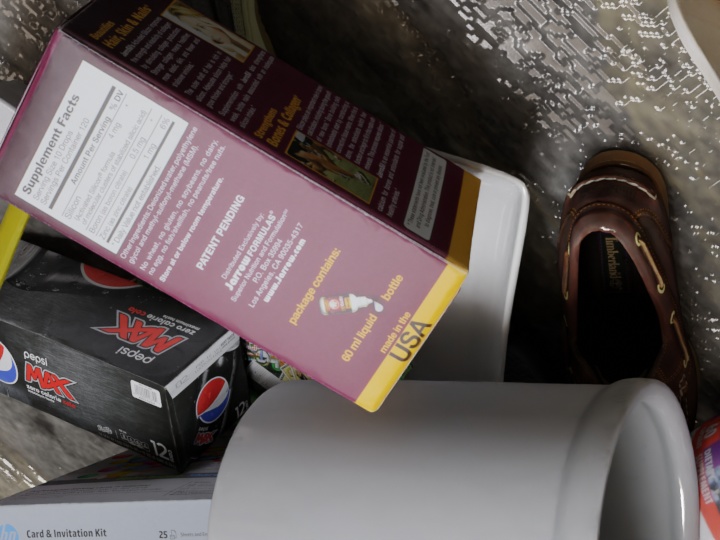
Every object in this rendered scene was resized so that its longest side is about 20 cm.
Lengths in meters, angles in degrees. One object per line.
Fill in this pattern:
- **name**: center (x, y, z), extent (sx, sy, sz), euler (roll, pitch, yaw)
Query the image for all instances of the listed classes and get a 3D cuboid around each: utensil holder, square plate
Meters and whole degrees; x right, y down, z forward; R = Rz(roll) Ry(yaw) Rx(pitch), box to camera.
- **utensil holder**: center (0.049, 0.136, 0.751), extent (0.199, 0.170, 0.171), euler (0, 125, 29)
- **square plate**: center (0.000, 0.000, 0.826), extent (0.197, 0.028, 0.201), euler (23, 131, 25)

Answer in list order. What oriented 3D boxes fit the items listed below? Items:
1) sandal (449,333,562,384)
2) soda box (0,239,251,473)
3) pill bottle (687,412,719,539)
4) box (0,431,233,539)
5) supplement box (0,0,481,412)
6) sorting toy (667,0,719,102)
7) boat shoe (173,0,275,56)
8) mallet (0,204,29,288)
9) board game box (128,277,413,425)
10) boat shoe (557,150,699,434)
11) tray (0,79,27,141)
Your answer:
- **sandal**: center (0.109, 0.109, 0.891), extent (0.076, 0.043, 0.201), euler (-5, 130, 33)
- **soda box**: center (-0.161, 0.043, 0.884), extent (0.199, 0.071, 0.064), euler (19, 132, 30)
- **pill bottle**: center (0.265, 0.085, 0.764), extent (0.111, 0.112, 0.200), euler (40, 128, -11)
- **box**: center (-0.093, 0.129, 0.878), extent (0.155, 0.200, 0.042), euler (-5, 92, 24)
- **supplement box**: center (-0.052, -0.039, 0.689), extent (0.199, 0.110, 0.086), euler (30, 114, -6)
- **sorting toy**: center (0.224, -0.090, 0.606), extent (0.199, 0.180, 0.107), euler (-20, 116, 32)
- **boat shoe**: center (-0.091, -0.131, 0.749), extent (0.071, 0.066, 0.202), euler (-6, 111, 35)
- **mallet**: center (-0.213, -0.003, 0.848), extent (0.066, 0.201, 0.041), euler (27, 173, 9)
- **board game box**: center (-0.066, 0.035, 0.867), extent (0.199, 0.023, 0.105), euler (-18, 109, 46)
- **boat shoe**: center (0.138, 0.038, 0.805), extent (0.070, 0.071, 0.201), euler (-5, 124, 19)
- **tray**: center (-0.118, -0.034, 0.786), extent (0.199, 0.022, 0.107), euler (34, 163, -1)
